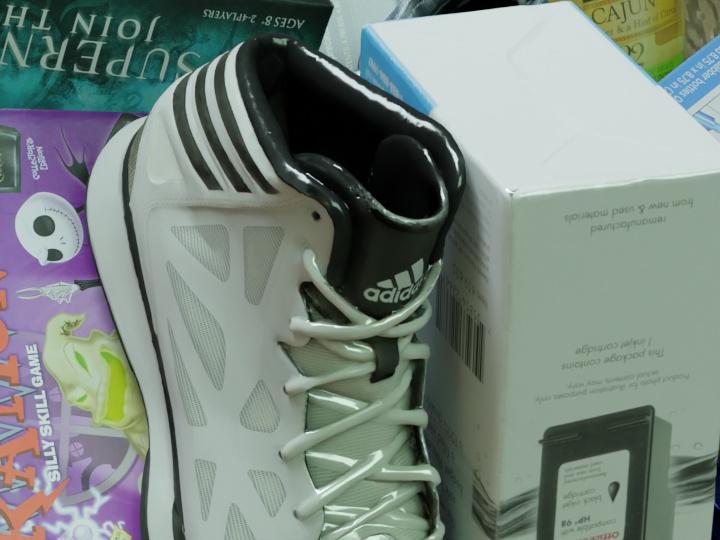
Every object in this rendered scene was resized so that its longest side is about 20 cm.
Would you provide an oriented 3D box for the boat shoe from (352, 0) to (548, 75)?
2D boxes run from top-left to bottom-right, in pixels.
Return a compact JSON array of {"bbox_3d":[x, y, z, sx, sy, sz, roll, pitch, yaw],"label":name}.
[{"bbox_3d":[0.000,0.000,0.884,0.070,0.091,0.201,24,81,12],"label":"boat shoe"}]

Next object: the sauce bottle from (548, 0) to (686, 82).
[{"bbox_3d":[0.074,-0.135,0.976,0.064,0.065,0.201,-21,115,-33],"label":"sauce bottle"}]

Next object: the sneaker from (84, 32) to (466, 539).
[{"bbox_3d":[-0.010,0.034,0.751,0.075,0.115,0.202,-14,76,-28],"label":"sneaker"}]

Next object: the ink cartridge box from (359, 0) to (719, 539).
[{"bbox_3d":[0.046,0.041,0.815,0.066,0.116,0.201,-8,119,-17],"label":"ink cartridge box"}]

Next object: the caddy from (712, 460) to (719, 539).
[{"bbox_3d":[0.110,0.115,0.915,0.199,0.141,0.105,-29,91,-34],"label":"caddy"}]

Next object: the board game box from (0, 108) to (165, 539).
[{"bbox_3d":[-0.058,0.052,0.806,0.119,0.032,0.201,-2,70,-21],"label":"board game box"}]

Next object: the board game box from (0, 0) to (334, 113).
[{"bbox_3d":[-0.118,-0.034,0.851,0.199,0.136,0.028,4,30,-27],"label":"board game box"}]

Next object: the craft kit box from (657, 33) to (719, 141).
[{"bbox_3d":[0.180,-0.003,0.927,0.197,0.049,0.200,35,40,17],"label":"craft kit box"}]

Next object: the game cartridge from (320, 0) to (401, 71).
[{"bbox_3d":[-0.018,-0.111,0.961,0.129,0.038,0.201,-11,88,-14],"label":"game cartridge"}]
